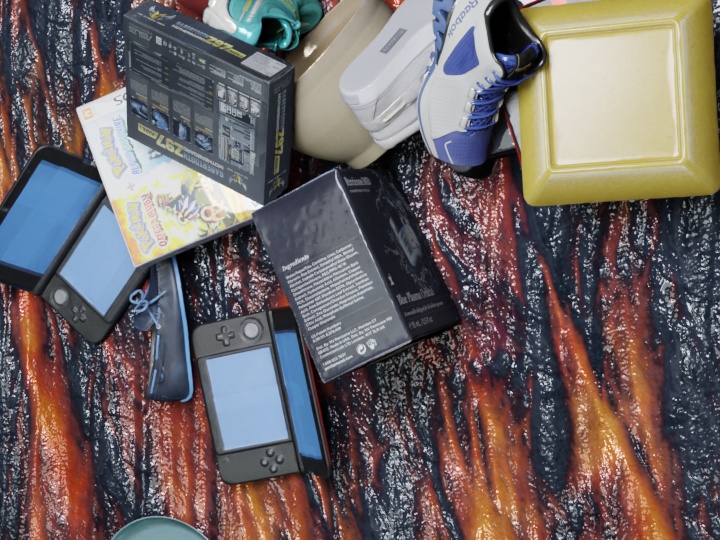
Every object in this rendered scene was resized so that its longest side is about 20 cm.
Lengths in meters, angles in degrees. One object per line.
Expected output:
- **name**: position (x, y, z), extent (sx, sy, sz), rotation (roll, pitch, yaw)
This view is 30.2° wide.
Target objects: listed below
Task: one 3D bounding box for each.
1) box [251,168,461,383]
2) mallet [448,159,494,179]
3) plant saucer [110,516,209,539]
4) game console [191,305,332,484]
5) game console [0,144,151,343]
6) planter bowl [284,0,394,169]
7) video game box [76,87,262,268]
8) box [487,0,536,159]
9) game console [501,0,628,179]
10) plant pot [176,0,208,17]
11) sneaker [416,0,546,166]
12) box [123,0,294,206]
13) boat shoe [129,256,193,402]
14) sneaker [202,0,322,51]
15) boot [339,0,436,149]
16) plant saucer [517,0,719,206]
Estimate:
- **box**: position (0.000, 0.000, 1.483), extent (0.116, 0.196, 0.202), rotation (-27, 85, 20)
- **mallet**: position (0.104, -0.201, 1.498), extent (0.041, 0.066, 0.203), rotation (-15, 89, 22)
- **plant saucer**: position (-0.244, 0.410, 1.699), extent (0.197, 0.027, 0.203), rotation (2, 95, 20)
- **game console**: position (-0.120, 0.152, 1.579), extent (0.170, 0.119, 0.203), rotation (-12, 90, 12)
- **game console**: position (-0.359, -0.028, 1.659), extent (0.170, 0.118, 0.201), rotation (41, 107, 13)
- **planter bowl**: position (-0.011, -0.201, 1.490), extent (0.135, 0.201, 0.200), rotation (42, 109, -16)
- **video game box**: position (-0.212, -0.129, 1.554), extent (0.180, 0.047, 0.202), rotation (-22, 86, 8)
- **box**: position (0.197, -0.238, 1.439), extent (0.180, 0.104, 0.203), rotation (-13, 90, 21)
- **game console**: position (0.227, -0.189, 1.366), extent (0.175, 0.031, 0.203), rotation (-19, 88, 16)
- **plant pot**: position (-0.159, -0.377, 1.525), extent (0.197, 0.177, 0.204), rotation (1, 94, 20)
- **sneaker**: position (0.122, -0.193, 1.329), extent (0.115, 0.080, 0.202), rotation (33, 129, 49)
- **box**: position (-0.164, -0.179, 1.428), extent (0.198, 0.051, 0.159), rotation (27, 134, 23)
- **boat shoe**: position (-0.246, 0.063, 1.636), extent (0.068, 0.084, 0.203), rotation (-6, 90, -7)
- **sneaker**: position (-0.098, -0.271, 1.475), extent (0.079, 0.199, 0.078), rotation (40, 118, 14)
- **boot**: position (0.067, -0.221, 1.400), extent (0.200, 0.096, 0.073), rotation (-45, 42, -9)
- **plant saucer**: position (0.250, -0.170, 1.320), extent (0.197, 0.048, 0.203), rotation (-3, 92, 16)
